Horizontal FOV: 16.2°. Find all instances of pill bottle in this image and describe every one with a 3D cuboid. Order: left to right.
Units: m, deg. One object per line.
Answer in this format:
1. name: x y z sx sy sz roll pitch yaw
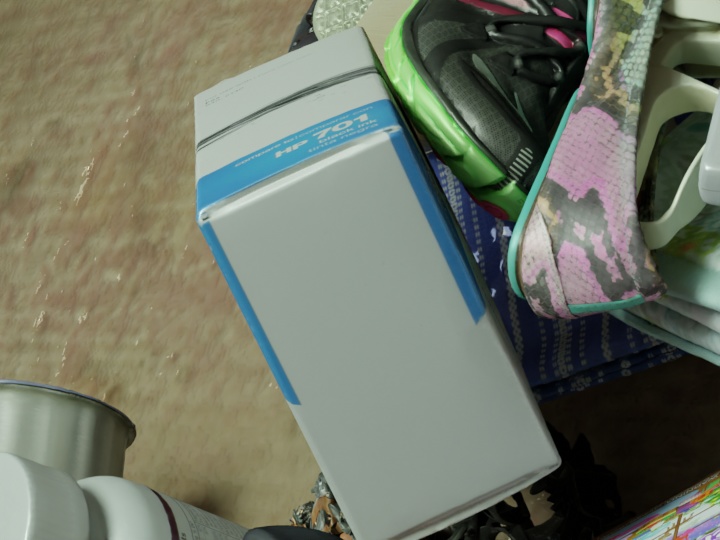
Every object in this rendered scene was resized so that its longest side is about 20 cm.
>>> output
1. pill bottle: -0.093 0.155 1.118 0.110 0.200 0.110 -30 46 38

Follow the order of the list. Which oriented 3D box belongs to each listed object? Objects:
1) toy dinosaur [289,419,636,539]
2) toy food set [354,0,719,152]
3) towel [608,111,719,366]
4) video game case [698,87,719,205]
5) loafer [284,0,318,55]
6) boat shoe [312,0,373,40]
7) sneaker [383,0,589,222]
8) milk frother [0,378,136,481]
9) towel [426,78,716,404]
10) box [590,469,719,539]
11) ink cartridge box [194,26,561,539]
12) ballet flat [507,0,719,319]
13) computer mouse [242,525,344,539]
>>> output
1. toy dinosaur: 0.051 0.138 1.063 0.200 0.102 0.136 28 109 19
2. toy food set: 0.078 -0.092 1.115 0.200 0.060 0.144 15 62 40
3. towel: 0.188 -0.026 0.913 0.171 0.048 0.200 -38 33 -18
4. video game case: 0.232 -0.085 0.880 0.200 0.022 0.182 7 51 16
5. loafer: -0.013 -0.091 1.294 0.072 0.063 0.200 -26 49 41
6. boat shoe: 0.058 -0.086 1.206 0.200 0.062 0.075 35 92 40
7. sneaker: 0.062 -0.094 0.999 0.084 0.077 0.200 -29 30 23
8. milk frother: -0.210 0.170 1.236 0.200 0.181 0.188 1 66 9
9. towel: 0.077 -0.010 1.107 0.200 0.024 0.145 -21 57 23
10. box: 0.109 0.116 0.912 0.200 0.039 0.137 -31 2 13
11. ink cartridge box: 0.000 0.000 0.985 0.086 0.147 0.200 -25 16 4
12. ballet flat: 0.108 -0.067 0.926 0.071 0.069 0.200 4 57 20
13. computer mouse: 0.008 0.183 1.024 0.053 0.200 0.138 -27 21 -22
